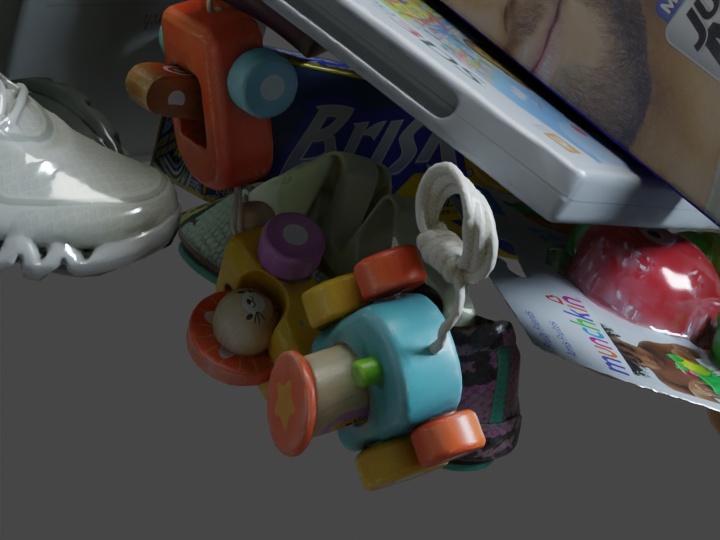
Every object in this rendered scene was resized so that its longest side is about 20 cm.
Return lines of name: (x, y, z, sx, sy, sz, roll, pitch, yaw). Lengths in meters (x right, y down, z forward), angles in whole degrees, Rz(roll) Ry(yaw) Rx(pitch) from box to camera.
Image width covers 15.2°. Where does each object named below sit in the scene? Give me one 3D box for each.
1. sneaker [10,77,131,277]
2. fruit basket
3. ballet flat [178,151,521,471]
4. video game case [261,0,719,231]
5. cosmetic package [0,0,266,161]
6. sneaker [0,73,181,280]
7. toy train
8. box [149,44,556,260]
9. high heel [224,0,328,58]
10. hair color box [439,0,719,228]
sneaker: (-0.164, -0.039, 0.987, 0.199, 0.076, 0.079, 22, 32, 34)
fruit basket: (0.134, 0.015, 1.009, 0.199, 0.094, 0.185, 24, 16, -18)
ballet flat: (0.000, 0.000, 0.994, 0.069, 0.071, 0.200, 2, 23, -35)
video game case: (0.035, -0.075, 0.932, 0.182, 0.022, 0.200, 39, 14, 18)
cosmetic package: (-0.136, -0.167, 1.144, 0.165, 0.201, 0.165, 30, 23, 31)
sneaker: (-0.150, -0.055, 0.878, 0.199, 0.081, 0.075, 18, 16, -6)
toy train: (-0.028, -0.010, 0.896, 0.055, 0.151, 0.200, -16, 31, -24)
box: (0.018, -0.048, 1.132, 0.199, 0.065, 0.070, 10, 8, -27)
high heel: (-0.026, -0.140, 1.137, 0.096, 0.067, 0.200, 40, 12, 5)
hair color box: (0.107, -0.097, 0.897, 0.200, 0.110, 0.065, 42, 16, 33)
